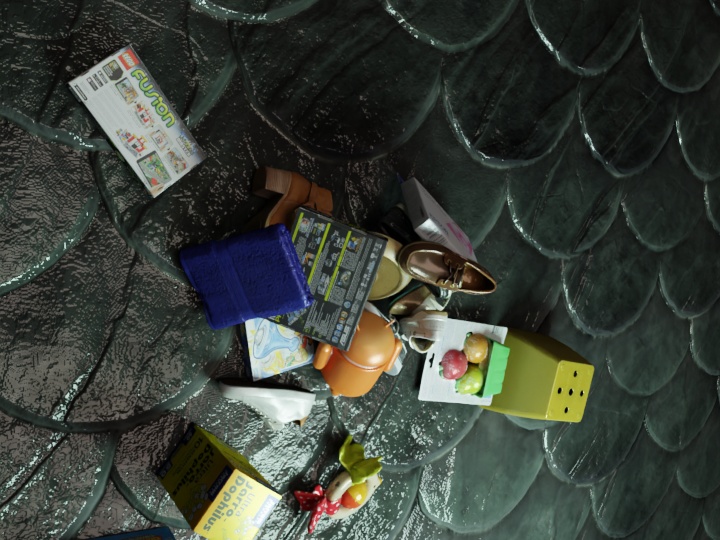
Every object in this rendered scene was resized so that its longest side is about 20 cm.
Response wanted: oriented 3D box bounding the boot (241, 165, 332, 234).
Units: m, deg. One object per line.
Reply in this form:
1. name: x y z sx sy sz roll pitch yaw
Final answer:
1. boot: -0.126 -0.073 1.119 0.154 0.076 0.203 15 75 -41

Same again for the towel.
1. towel: -0.183 0.009 1.033 0.050 0.198 0.149 -55 128 -61

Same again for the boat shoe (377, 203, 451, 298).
1. boat shoe: 0.097 -0.027 1.191 0.066 0.074 0.201 -28 90 -27

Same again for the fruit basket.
1. fruit basket: 0.228 0.205 1.420 0.198 0.094 0.188 9 94 -19

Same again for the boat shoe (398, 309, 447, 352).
1. boat shoe: 0.117 0.127 1.253 0.070 0.200 0.070 6 75 -8

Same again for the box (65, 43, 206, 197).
1. box: -0.337 -0.225 0.969 0.110 0.035 0.201 -42 119 -21

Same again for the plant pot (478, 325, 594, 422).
1. plant pot: 0.425 0.259 1.495 0.198 0.176 0.202 13 91 -34

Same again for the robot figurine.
1. robot figurine: -0.005 0.155 1.183 0.143 0.201 0.117 29 44 2

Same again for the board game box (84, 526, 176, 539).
1. board game box: -0.417 0.545 1.050 0.194 0.056 0.203 4 97 -35

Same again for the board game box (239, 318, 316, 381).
1. board game box: -0.153 0.085 1.154 0.134 0.034 0.202 -15 107 -31

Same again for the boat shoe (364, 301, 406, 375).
1. boat shoe: 0.046 0.122 1.270 0.068 0.073 0.200 -55 131 -33

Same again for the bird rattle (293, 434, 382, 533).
1. bird rattle: -0.028 0.448 1.275 0.201 0.112 0.163 -53 139 -11

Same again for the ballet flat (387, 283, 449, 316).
1. ballet flat: 0.138 0.056 1.299 0.072 0.068 0.199 50 43 10

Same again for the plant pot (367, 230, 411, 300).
1. plant pot: 0.000 0.000 1.153 0.199 0.199 0.028 35 45 -33

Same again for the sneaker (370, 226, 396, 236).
1. sneaker: 0.095 -0.003 1.265 0.200 0.067 0.109 21 71 -24

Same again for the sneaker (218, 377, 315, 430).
1. sneaker: -0.171 0.248 1.150 0.199 0.073 0.086 19 86 -36

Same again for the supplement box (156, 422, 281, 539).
1. supplement box: -0.238 0.355 1.048 0.109 0.199 0.109 43 75 -32

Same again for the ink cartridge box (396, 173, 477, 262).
1. ink cartridge box: 0.156 -0.088 1.241 0.043 0.201 0.196 -34 126 20

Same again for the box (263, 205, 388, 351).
1. box: -0.059 0.013 1.064 0.159 0.044 0.202 20 100 2

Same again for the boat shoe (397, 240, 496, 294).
1. boat shoe: 0.158 -0.001 1.122 0.198 0.067 0.073 16 97 -29
